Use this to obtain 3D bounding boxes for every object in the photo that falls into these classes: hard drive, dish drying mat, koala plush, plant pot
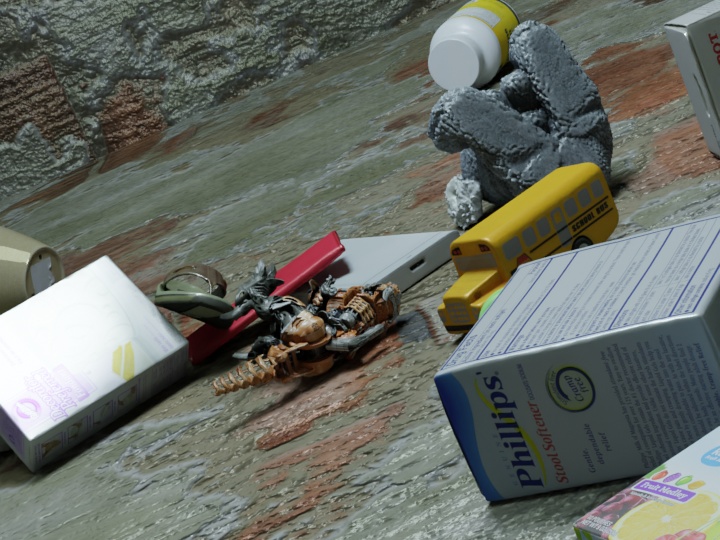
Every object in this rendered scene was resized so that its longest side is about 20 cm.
[{"bbox_3d":[0.000,0.000,1.799,0.131,0.027,0.199,-34,17,-33],"label":"hard drive"},{"bbox_3d":[-0.100,0.029,1.790,0.199,0.018,0.077,-36,15,3],"label":"dish drying mat"},{"bbox_3d":[0.162,-0.124,1.788,0.177,0.184,0.200,-42,-1,-20],"label":"koala plush"},{"bbox_3d":[-0.512,0.012,2.320,0.198,0.189,0.187,1,24,27],"label":"plant pot"}]

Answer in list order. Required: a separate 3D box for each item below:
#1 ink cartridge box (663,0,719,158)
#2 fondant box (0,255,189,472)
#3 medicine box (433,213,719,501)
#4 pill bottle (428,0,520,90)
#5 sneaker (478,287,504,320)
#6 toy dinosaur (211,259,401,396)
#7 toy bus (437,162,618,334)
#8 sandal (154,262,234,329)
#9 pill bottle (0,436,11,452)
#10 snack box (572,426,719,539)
[{"bbox_3d":[0.415,-0.213,1.651,0.198,0.148,0.083,-23,13,-2],"label":"ink cartridge box"},{"bbox_3d":[-0.293,0.091,1.710,0.199,0.144,0.059,-33,-27,-29],"label":"fondant box"},{"bbox_3d":[0.179,0.055,1.155,0.199,0.104,0.182,-16,16,31],"label":"medicine box"},{"bbox_3d":[0.170,-0.339,2.572,0.111,0.113,0.200,-16,16,27],"label":"pill bottle"},{"bbox_3d":[0.188,0.035,1.314,0.198,0.077,0.084,-23,31,18],"label":"sneaker"},{"bbox_3d":[-0.056,0.055,1.576,0.199,0.103,0.135,-8,18,-40],"label":"toy dinosaur"},{"bbox_3d":[0.148,-0.018,1.520,0.199,0.079,0.065,-34,18,-35],"label":"toy bus"},{"bbox_3d":[-0.177,0.019,1.779,0.058,0.079,0.201,-69,17,1],"label":"sandal"},{"bbox_3d":[-0.449,0.149,1.807,0.199,0.114,0.113,-13,18,36],"label":"pill bottle"},{"bbox_3d":[0.235,0.123,0.927,0.199,0.053,0.142,-29,16,-20],"label":"snack box"}]
